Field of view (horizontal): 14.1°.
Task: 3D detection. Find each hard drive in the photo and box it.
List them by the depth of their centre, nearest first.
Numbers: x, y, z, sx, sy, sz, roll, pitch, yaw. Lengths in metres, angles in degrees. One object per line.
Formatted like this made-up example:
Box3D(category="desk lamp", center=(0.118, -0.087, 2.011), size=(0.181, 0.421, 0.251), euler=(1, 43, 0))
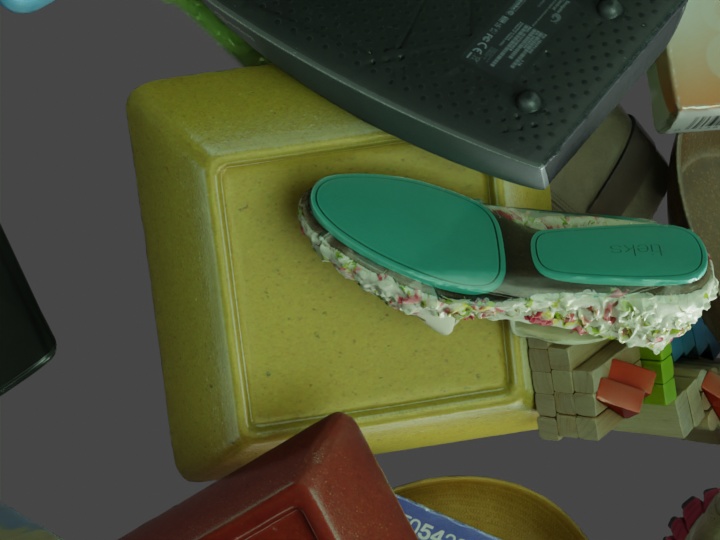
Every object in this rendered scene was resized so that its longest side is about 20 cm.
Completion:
Box3D(category="hard drive", center=(0.037, -0.118, 1.346), size=(0.135, 0.199, 0.042), euler=(-49, 152, -25))

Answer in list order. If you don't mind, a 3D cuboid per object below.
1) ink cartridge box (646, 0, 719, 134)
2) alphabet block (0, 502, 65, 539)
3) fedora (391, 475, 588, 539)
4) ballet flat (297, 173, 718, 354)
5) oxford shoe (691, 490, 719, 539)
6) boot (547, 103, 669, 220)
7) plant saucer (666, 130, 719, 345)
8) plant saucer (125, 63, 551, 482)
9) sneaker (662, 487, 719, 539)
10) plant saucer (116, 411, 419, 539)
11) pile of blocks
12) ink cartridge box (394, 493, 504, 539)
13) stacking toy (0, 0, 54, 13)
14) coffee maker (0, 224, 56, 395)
Box3D(category="ink cartridge box", center=(0.214, -0.174, 1.444), size=(0.161, 0.050, 0.202), euler=(-5, 81, -11))
Box3D(category="alphabet block", center=(-0.209, 0.229, 1.272), size=(0.199, 0.195, 0.198), euler=(-14, 100, -24))
Box3D(category="fedora", center=(0.052, 0.199, 1.447), size=(0.199, 0.082, 0.202), euler=(-3, 97, -24))
Box3D(category="ballet flat", center=(0.065, 0.005, 1.336), size=(0.198, 0.076, 0.064), euler=(10, 136, -6))
Box3D(category="oxford shoe", center=(0.222, 0.109, 1.446), size=(0.200, 0.070, 0.075), euler=(-40, 156, -55))
Box3D(category="boot", center=(0.097, -0.082, 1.445), size=(0.146, 0.070, 0.201), euler=(30, 88, -28))
Box3D(category="plant saucer", center=(0.218, 0.001, 1.478), size=(0.200, 0.037, 0.201), euler=(30, 42, -30))
Box3D(category="plant saucer", center=(0.000, 0.000, 1.381), size=(0.198, 0.048, 0.201), euler=(-9, 106, -6))
Box3D(category="sneaker", center=(0.188, 0.218, 1.518), size=(0.080, 0.075, 0.202), euler=(1, 97, -25))
Box3D(category="plant saucer", center=(-0.043, 0.198, 1.328), size=(0.199, 0.037, 0.201), euler=(-31, 84, 22))
Box3D(category="pile of blocks", center=(0.158, 0.046, 1.441), size=(0.199, 0.062, 0.083), euler=(6, 89, -55))
Box3D(category="ink cartridge box", center=(0.052, 0.230, 1.380), size=(0.195, 0.043, 0.201), euler=(23, 107, -13))
Box3D(category="stacking toy", center=(-0.105, -0.177, 1.262), size=(0.116, 0.200, 0.110), euler=(-31, 108, -17))
Box3D(category="coffee maker", center=(-0.213, -0.033, 1.268), size=(0.191, 0.135, 0.201), euler=(-27, 108, -20))
